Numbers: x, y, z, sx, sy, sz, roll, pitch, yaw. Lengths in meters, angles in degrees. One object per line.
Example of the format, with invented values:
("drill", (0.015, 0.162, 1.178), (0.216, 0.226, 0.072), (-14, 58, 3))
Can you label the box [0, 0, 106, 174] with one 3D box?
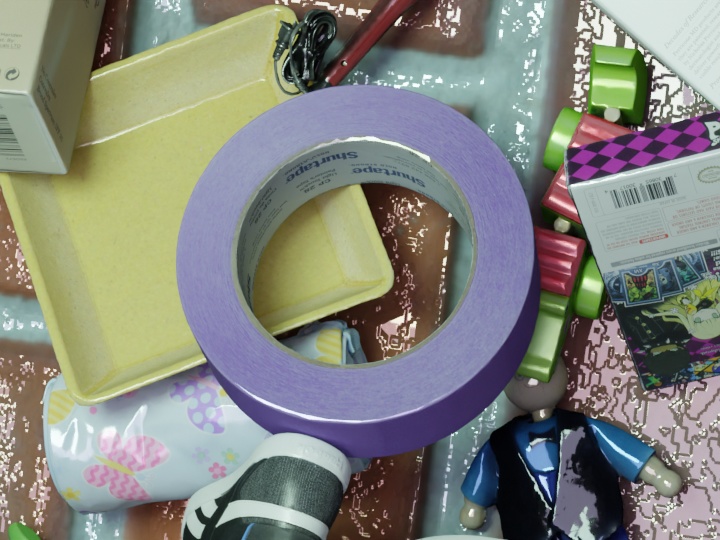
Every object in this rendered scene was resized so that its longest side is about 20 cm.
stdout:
("box", (-0.199, -0.165, 1.610), (0.077, 0.095, 0.201), (3, 63, 12))

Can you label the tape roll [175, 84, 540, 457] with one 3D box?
("tape roll", (0.000, 0.000, 1.529), (0.199, 0.066, 0.201), (-2, 70, 7))

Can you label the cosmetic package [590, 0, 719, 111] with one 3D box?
("cosmetic package", (0.188, -0.159, 1.555), (0.200, 0.108, 0.085), (42, 98, 12))

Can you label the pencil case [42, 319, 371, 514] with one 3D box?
("pencil case", (-0.088, 0.088, 1.620), (0.199, 0.083, 0.091), (-11, 105, 13))

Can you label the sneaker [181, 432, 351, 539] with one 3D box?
("sneaker", (-0.071, 0.176, 1.548), (0.073, 0.200, 0.112), (22, 59, -7))

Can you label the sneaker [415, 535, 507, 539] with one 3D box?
("sneaker", (0.030, 0.235, 1.554), (0.199, 0.080, 0.147), (-14, 64, 40))

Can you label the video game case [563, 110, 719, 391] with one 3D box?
("video game case", (0.230, -0.020, 1.515), (0.199, 0.182, 0.036), (-14, 45, 12))

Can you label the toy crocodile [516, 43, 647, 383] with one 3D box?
("toy crocodile", (0.124, -0.033, 1.580), (0.067, 0.062, 0.201), (21, 82, 13))

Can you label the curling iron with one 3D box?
("curling iron", (0.025, -0.175, 1.607), (0.200, 0.050, 0.026), (-43, 35, -10))

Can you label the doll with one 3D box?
("doll", (0.122, 0.141, 1.590), (0.136, 0.048, 0.201), (-16, 79, 18))

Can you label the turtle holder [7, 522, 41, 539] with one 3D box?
("turtle holder", (-0.253, 0.219, 1.641), (0.185, 0.141, 0.132), (21, 112, -26))

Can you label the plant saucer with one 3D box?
("plant saucer", (-0.100, -0.034, 1.615), (0.199, 0.048, 0.201), (-21, 68, 0))
